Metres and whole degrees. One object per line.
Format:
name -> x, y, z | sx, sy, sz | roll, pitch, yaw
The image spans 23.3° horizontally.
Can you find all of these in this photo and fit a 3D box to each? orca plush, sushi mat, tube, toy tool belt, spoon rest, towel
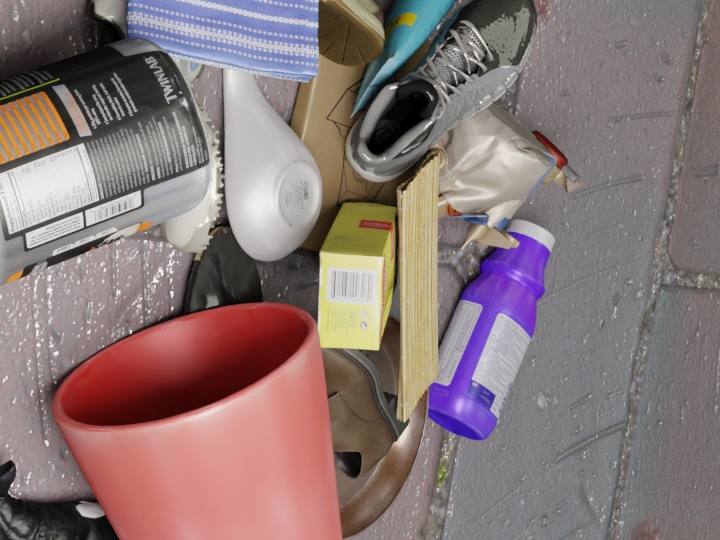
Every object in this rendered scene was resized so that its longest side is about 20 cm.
orca plush -> -0.193, 0.195, 1.265 | 0.106, 0.071, 0.200 | -58, 137, -21
sushi mat -> 0.047, 0.012, 1.411 | 0.096, 0.012, 0.202 | -44, 137, -61
tube -> 0.047, -0.208, 1.419 | 0.201, 0.050, 0.078 | -61, -179, -39
toy tool belt -> 0.104, -0.076, 1.521 | 0.123, 0.125, 0.200 | -47, 162, 12
spoon rest -> -0.071, -0.106, 1.339 | 0.099, 0.060, 0.202 | -22, 117, -46
towel -> -0.090, -0.240, 1.227 | 0.143, 0.024, 0.202 | 8, 74, -24

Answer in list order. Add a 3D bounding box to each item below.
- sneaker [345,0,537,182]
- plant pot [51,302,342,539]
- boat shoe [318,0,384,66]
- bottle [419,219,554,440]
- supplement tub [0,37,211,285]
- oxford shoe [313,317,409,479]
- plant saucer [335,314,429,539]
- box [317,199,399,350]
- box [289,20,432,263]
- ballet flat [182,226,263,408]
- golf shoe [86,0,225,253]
sneaker -> 0.069, -0.149, 1.369 | 0.200, 0.075, 0.115 | -47, 179, 0
plant pot -> -0.100, 0.143, 1.247 | 0.200, 0.199, 0.179 | -33, 114, -40
boat shoe -> -0.054, -0.236, 1.327 | 0.200, 0.073, 0.065 | 44, 40, -37
bottle -> 0.121, 0.052, 1.603 | 0.083, 0.065, 0.202 | 41, 68, -52
supplement tub -> -0.207, -0.065, 1.121 | 0.199, 0.122, 0.124 | -22, 117, -25
oxford shoe -> -0.027, 0.103, 1.391 | 0.085, 0.072, 0.200 | -55, 136, -21
plant saucer -> -0.015, 0.131, 1.491 | 0.199, 0.032, 0.202 | -15, 110, -47
box -> 0.000, 0.000, 1.343 | 0.200, 0.050, 0.076 | -65, 158, -77
box -> -0.001, -0.108, 1.451 | 0.163, 0.021, 0.202 | 16, 88, -51
ballet flat -> -0.114, 0.066, 1.356 | 0.066, 0.057, 0.202 | 0, 95, -26
golf shoe -> -0.153, -0.108, 1.249 | 0.096, 0.078, 0.202 | -11, 103, -30
